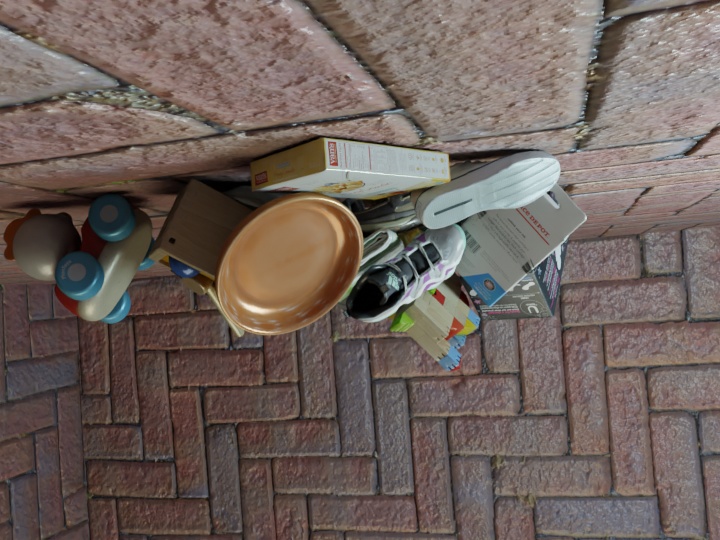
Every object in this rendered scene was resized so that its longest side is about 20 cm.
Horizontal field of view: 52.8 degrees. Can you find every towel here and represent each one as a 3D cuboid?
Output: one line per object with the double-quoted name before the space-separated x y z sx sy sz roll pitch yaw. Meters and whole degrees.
"towel" 0.000 0.000 1.060 0.148 0.031 0.200 -33 169 6

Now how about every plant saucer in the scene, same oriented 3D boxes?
"plant saucer" -0.105 -0.075 1.019 0.197 0.051 0.200 23 169 5
"plant saucer" -0.090 -0.011 0.898 0.197 0.203 0.038 -3 -145 -34

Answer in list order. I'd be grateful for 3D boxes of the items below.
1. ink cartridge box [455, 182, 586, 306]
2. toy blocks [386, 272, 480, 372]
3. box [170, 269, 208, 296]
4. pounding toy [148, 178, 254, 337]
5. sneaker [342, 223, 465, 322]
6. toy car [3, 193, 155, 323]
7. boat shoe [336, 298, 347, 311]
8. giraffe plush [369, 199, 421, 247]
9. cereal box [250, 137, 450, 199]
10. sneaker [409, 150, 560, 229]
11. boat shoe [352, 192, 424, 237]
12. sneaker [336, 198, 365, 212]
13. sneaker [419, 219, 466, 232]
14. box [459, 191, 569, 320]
"ink cartridge box" 0.220 -0.059 1.029 0.200 0.116 0.068 -47 173 36
"toy blocks" 0.134 0.068 1.181 0.100 0.136 0.201 -39 -166 35
"box" -0.226 -0.003 1.306 0.162 0.021 0.200 32 -152 2
"pounding toy" -0.199 -0.007 1.020 0.182 0.144 0.199 28 167 -18
"sneaker" 0.059 0.008 0.996 0.199 0.078 0.140 -42 171 12
"toy car" -0.425 -0.041 1.061 0.197 0.179 0.185 24 165 3
"boat shoe" 0.014 0.034 1.212 0.071 0.073 0.198 -44 -153 -23
"giraffe plush" 0.032 -0.057 1.276 0.168 0.204 0.163 -1 149 0
"cereal box" -0.011 -0.115 0.851 0.197 0.040 0.142 -3 177 -41
"sneaker" 0.155 -0.116 0.924 0.196 0.074 0.071 -16 -140 -9
"boat shoe" 0.065 -0.095 1.040 0.196 0.075 0.074 -11 174 -9
"sneaker" -0.057 -0.081 1.188 0.074 0.116 0.200 13 -157 -45
"sneaker" 0.149 -0.090 1.399 0.198 0.093 0.077 26 180 39
"box" 0.259 -0.030 1.197 0.130 0.202 0.115 -6 135 33
